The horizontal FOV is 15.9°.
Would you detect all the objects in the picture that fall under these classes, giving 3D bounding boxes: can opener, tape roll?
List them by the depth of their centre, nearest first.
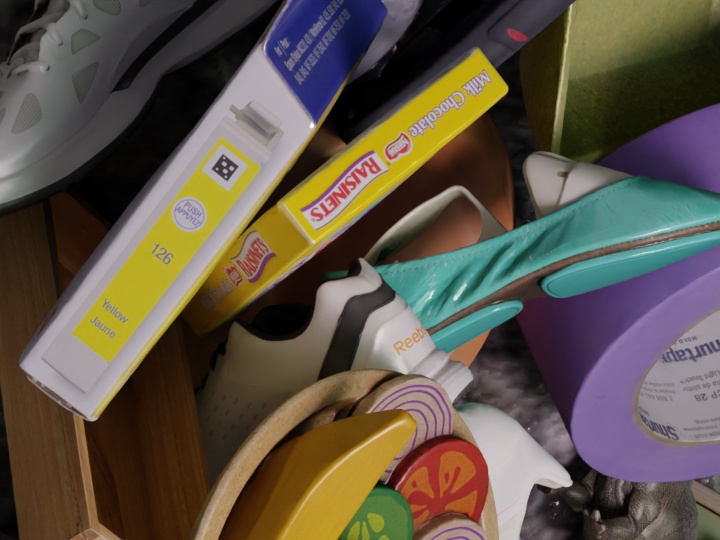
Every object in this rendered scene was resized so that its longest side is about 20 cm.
[{"bbox_3d":[0.056,-0.116,1.094,0.200,0.064,0.079,-32,152,28],"label":"can opener"},{"bbox_3d":[0.178,0.012,1.246,0.199,0.085,0.200,-16,146,-11],"label":"tape roll"}]

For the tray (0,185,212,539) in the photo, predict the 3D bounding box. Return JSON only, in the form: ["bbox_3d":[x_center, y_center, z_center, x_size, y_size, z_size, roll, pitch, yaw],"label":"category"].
[{"bbox_3d":[-0.104,0.056,1.038,0.037,0.200,0.099,-30,134,16],"label":"tray"}]

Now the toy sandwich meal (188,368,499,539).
[{"bbox_3d":[0.005,0.138,0.993,0.205,0.070,0.206,-11,105,-46],"label":"toy sandwich meal"}]

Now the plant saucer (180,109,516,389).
[{"bbox_3d":[0.000,0.000,1.201,0.200,0.037,0.201,-18,120,-34],"label":"plant saucer"}]

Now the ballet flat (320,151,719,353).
[{"bbox_3d":[0.069,-0.012,1.136,0.199,0.071,0.067,-23,169,9],"label":"ballet flat"}]

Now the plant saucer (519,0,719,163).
[{"bbox_3d":[0.142,-0.163,1.219,0.200,0.048,0.200,-18,120,-47],"label":"plant saucer"}]

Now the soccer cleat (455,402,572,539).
[{"bbox_3d":[0.023,0.151,1.105,0.077,0.069,0.200,30,76,-8],"label":"soccer cleat"}]

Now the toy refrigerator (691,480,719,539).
[{"bbox_3d":[0.167,0.220,1.410,0.070,0.076,0.200,29,90,-43],"label":"toy refrigerator"}]

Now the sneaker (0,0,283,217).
[{"bbox_3d":[-0.121,-0.115,1.037,0.200,0.076,0.116,-44,122,-27],"label":"sneaker"}]

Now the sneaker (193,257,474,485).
[{"bbox_3d":[-0.042,0.058,1.122,0.080,0.200,0.074,56,34,-5],"label":"sneaker"}]

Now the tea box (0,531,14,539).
[{"bbox_3d":[-0.161,0.223,1.054,0.197,0.200,0.134,-53,133,-6],"label":"tea box"}]

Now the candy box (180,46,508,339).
[{"bbox_3d":[-0.013,-0.027,1.039,0.102,0.200,0.026,-37,90,-19],"label":"candy box"}]

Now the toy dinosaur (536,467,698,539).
[{"bbox_3d":[0.143,0.140,1.355,0.102,0.077,0.201,-9,112,-29],"label":"toy dinosaur"}]

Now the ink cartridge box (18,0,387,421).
[{"bbox_3d":[-0.041,-0.057,1.006,0.047,0.198,0.200,40,109,-4],"label":"ink cartridge box"}]
